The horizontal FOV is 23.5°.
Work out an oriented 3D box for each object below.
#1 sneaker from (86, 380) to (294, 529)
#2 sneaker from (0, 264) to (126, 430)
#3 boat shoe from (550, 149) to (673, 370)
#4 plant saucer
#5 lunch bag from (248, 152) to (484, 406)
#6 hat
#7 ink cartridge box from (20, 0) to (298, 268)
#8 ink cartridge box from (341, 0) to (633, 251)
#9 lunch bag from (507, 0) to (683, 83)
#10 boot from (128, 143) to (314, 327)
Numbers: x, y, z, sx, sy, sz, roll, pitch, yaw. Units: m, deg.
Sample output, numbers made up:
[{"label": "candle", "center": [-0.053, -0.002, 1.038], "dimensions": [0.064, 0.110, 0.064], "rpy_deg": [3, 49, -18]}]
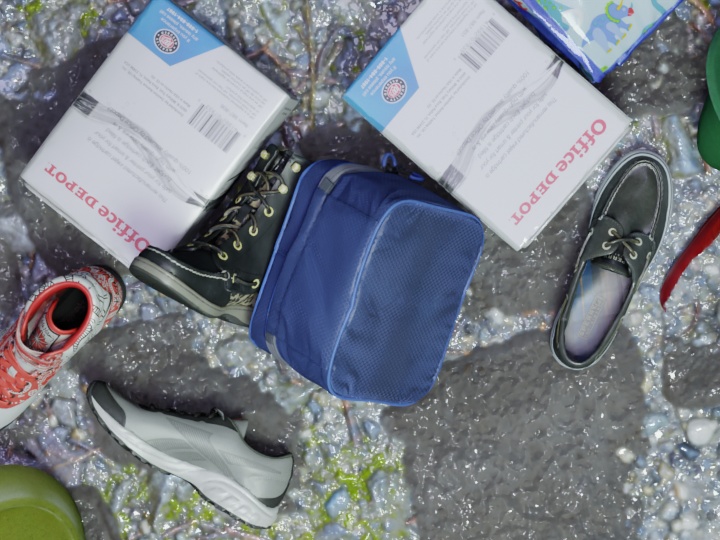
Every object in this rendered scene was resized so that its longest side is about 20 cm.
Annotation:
[{"label": "sneaker", "center": [-0.149, 0.147, 1.515], "dimensions": [0.200, 0.074, 0.080], "rpy_deg": [30, 86, -4]}, {"label": "sneaker", "center": [-0.292, 0.072, 1.497], "dimensions": [0.201, 0.108, 0.067], "rpy_deg": [-43, 90, 6]}, {"label": "boat shoe", "center": [0.217, -0.007, 1.477], "dimensions": [0.068, 0.057, 0.201], "rpy_deg": [20, 95, 3]}, {"label": "plant saucer", "center": [-0.309, 0.266, 1.478], "dimensions": [0.031, 0.200, 0.201], "rpy_deg": [15, 96, 42]}, {"label": "lunch bag", "center": [0.000, 0.000, 1.443], "dimensions": [0.132, 0.136, 0.201], "rpy_deg": [26, 98, 44]}, {"label": "hat", "center": [0.316, -0.109, 1.484], "dimensions": [0.200, 0.176, 0.166], "rpy_deg": [-37, 88, -32]}, {"label": "ink cartridge box", "center": [-0.172, -0.113, 1.488], "dimensions": [0.144, 0.084, 0.200], "rpy_deg": [39, 95, 2]}, {"label": "ink cartridge box", "center": [0.107, -0.135, 1.465], "dimensions": [0.200, 0.084, 0.145], "rpy_deg": [41, 95, 1]}, {"label": "lunch bag", "center": [0.186, -0.280, 1.429], "dimensions": [0.170, 0.127, 0.200], "rpy_deg": [-45, 80, 5]}, {"label": "boot", "center": [-0.105, -0.038, 1.437], "dimensions": [0.073, 0.203, 0.154], "rpy_deg": [28, 91, 23]}]
